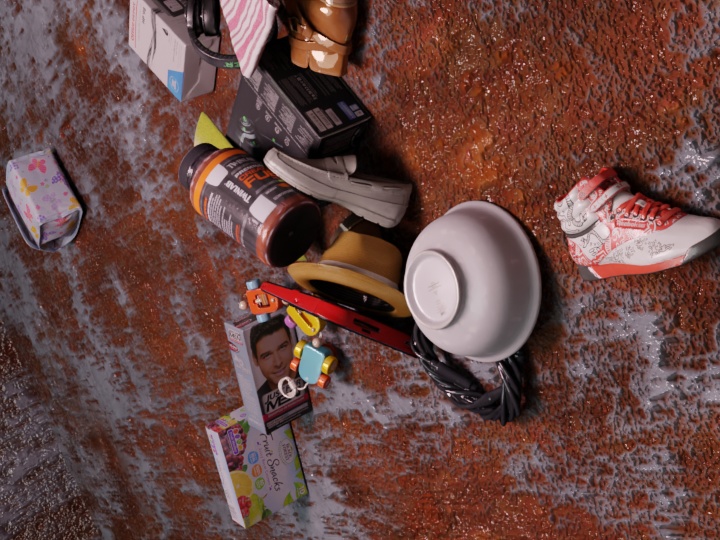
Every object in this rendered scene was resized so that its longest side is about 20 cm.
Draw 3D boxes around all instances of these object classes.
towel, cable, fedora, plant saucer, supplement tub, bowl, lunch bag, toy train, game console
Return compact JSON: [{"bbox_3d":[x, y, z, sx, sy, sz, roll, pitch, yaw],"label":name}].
[{"bbox_3d":[-0.158,-0.369,1.450,0.146,0.030,0.201,121,135,-57],"label":"towel"},{"bbox_3d":[0.144,0.119,1.489,0.200,0.051,0.164,22,134,44],"label":"cable"},{"bbox_3d":[0.000,0.000,1.492,0.200,0.200,0.082,-1,69,56],"label":"fedora"},{"bbox_3d":[-0.176,-0.114,1.682,0.200,0.048,0.200,49,171,41],"label":"plant saucer"},{"bbox_3d":[-0.155,-0.094,1.493,0.200,0.107,0.107,35,138,28],"label":"supplement tub"},{"bbox_3d":[0.116,0.018,1.363,0.201,0.090,0.202,11,104,49],"label":"bowl"},{"bbox_3d":[-0.704,-0.143,2.466,0.170,0.127,0.200,61,155,10],"label":"lunch bag"},{"bbox_3d":[-0.105,0.098,1.796,0.150,0.056,0.201,-15,98,37],"label":"toy train"},{"bbox_3d":[-0.024,0.071,1.583,0.177,0.200,0.031,14,81,50],"label":"game console"}]

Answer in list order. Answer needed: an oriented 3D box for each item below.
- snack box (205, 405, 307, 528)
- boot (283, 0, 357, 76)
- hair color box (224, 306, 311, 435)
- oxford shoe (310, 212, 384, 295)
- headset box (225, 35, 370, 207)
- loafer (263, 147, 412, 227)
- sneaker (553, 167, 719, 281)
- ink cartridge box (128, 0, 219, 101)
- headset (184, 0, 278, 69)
[{"bbox_3d":[-0.186,0.343,2.025,0.053,0.142,0.201,15,124,52],"label":"snack box"},{"bbox_3d":[-0.084,-0.349,1.461,0.200,0.074,0.155,35,137,37],"label":"boot"},{"bbox_3d":[-0.155,0.165,1.897,0.061,0.099,0.201,18,126,50],"label":"hair color box"},{"bbox_3d":[-0.020,-0.001,1.617,0.071,0.071,0.200,49,144,14],"label":"oxford shoe"},{"bbox_3d":[-0.093,-0.194,1.565,0.174,0.093,0.200,51,146,19],"label":"headset box"},{"bbox_3d":[-0.028,-0.122,1.459,0.070,0.199,0.070,-65,17,11],"label":"loafer"},{"bbox_3d":[0.278,-0.055,1.145,0.201,0.067,0.108,-15,101,60],"label":"sneaker"},{"bbox_3d":[-0.309,-0.377,1.778,0.200,0.067,0.116,47,145,26],"label":"ink cartridge box"},{"bbox_3d":[-0.189,-0.364,1.579,0.094,0.123,0.201,86,164,-67],"label":"headset"}]
